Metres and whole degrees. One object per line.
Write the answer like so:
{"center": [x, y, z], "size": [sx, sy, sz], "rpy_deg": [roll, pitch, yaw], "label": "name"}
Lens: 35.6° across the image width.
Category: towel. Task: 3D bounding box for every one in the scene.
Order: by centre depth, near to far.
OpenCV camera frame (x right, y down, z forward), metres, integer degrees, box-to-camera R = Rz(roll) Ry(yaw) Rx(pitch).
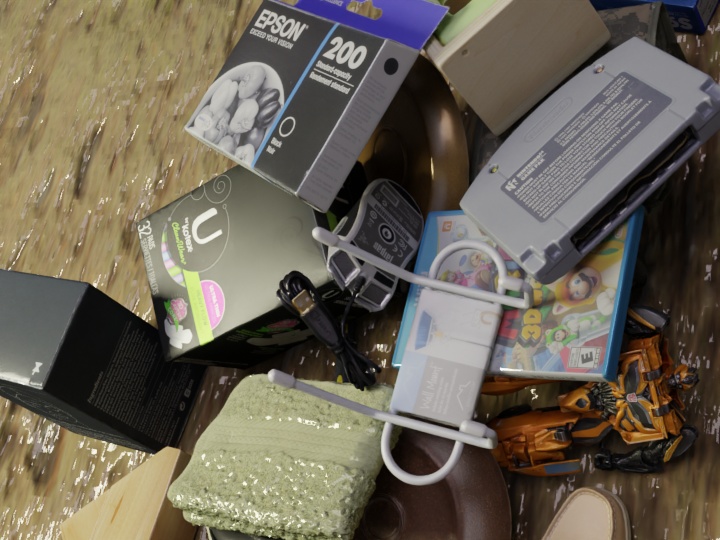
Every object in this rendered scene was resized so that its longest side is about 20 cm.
{"center": [-0.061, 0.150, 0.921], "size": [0.199, 0.037, 0.149], "rpy_deg": [1, 51, 39], "label": "towel"}

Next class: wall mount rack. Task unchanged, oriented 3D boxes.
{"center": [0.034, 0.053, 0.852], "size": [0.173, 0.075, 0.201], "rpy_deg": [13, 73, 15], "label": "wall mount rack"}

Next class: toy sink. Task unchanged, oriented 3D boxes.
{"center": [0.101, -0.240, 0.986], "size": [0.130, 0.112, 0.200], "rpy_deg": [-40, 42, 11], "label": "toy sink"}

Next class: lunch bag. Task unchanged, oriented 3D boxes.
{"center": [0.193, -0.124, 0.999], "size": [0.163, 0.118, 0.201], "rpy_deg": [0, 60, 33], "label": "lunch bag"}

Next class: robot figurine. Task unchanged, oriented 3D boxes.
{"center": [0.169, 0.102, 0.894], "size": [0.199, 0.058, 0.146], "rpy_deg": [-13, 96, 32], "label": "robot figurine"}

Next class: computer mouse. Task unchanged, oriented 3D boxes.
{"center": [0.000, 0.000, 0.941], "size": [0.044, 0.110, 0.200], "rpy_deg": [-32, 19, 40], "label": "computer mouse"}

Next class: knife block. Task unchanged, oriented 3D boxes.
{"center": [-0.205, 0.288, 1.035], "size": [0.200, 0.064, 0.176], "rpy_deg": [-36, 53, 7], "label": "knife block"}

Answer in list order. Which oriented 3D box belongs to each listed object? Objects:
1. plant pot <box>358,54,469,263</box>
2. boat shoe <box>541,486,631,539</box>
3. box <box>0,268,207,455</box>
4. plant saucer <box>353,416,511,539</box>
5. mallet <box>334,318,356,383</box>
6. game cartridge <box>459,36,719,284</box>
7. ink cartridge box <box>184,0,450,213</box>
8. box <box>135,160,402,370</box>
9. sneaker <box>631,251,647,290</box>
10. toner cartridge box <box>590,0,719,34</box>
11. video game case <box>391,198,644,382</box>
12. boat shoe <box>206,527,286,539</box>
{"center": [0.036, -0.104, 1.049], "size": [0.027, 0.201, 0.200], "rpy_deg": [-8, 46, -27], "label": "plant pot"}
{"center": [0.148, 0.254, 0.846], "size": [0.073, 0.069, 0.201], "rpy_deg": [12, 71, 34], "label": "boat shoe"}
{"center": [-0.276, 0.092, 1.097], "size": [0.148, 0.200, 0.108], "rpy_deg": [8, 68, 32], "label": "box"}
{"center": [0.025, 0.203, 0.921], "size": [0.199, 0.037, 0.202], "rpy_deg": [-2, 85, 30], "label": "plant saucer"}
{"center": [-0.009, 0.131, 1.029], "size": [0.066, 0.041, 0.201], "rpy_deg": [-7, 57, 28], "label": "mallet"}
{"center": [0.177, -0.091, 0.880], "size": [0.200, 0.041, 0.133], "rpy_deg": [-43, 43, 3], "label": "game cartridge"}
{"center": [-0.044, -0.172, 0.967], "size": [0.198, 0.043, 0.201], "rpy_deg": [31, 89, 47], "label": "ink cartridge box"}
{"center": [-0.088, -0.011, 1.057], "size": [0.199, 0.124, 0.149], "rpy_deg": [-25, 70, 26], "label": "box"}
{"center": [0.163, 0.028, 0.963], "size": [0.200, 0.098, 0.071], "rpy_deg": [-38, 46, 37], "label": "sneaker"}
{"center": [0.258, -0.296, 1.104], "size": [0.199, 0.043, 0.095], "rpy_deg": [18, 73, 36], "label": "toner cartridge box"}
{"center": [0.122, 0.015, 0.896], "size": [0.199, 0.018, 0.144], "rpy_deg": [-2, 66, 41], "label": "video game case"}
{"center": [-0.099, 0.202, 0.972], "size": [0.201, 0.073, 0.064], "rpy_deg": [-155, 66, -62], "label": "boat shoe"}
